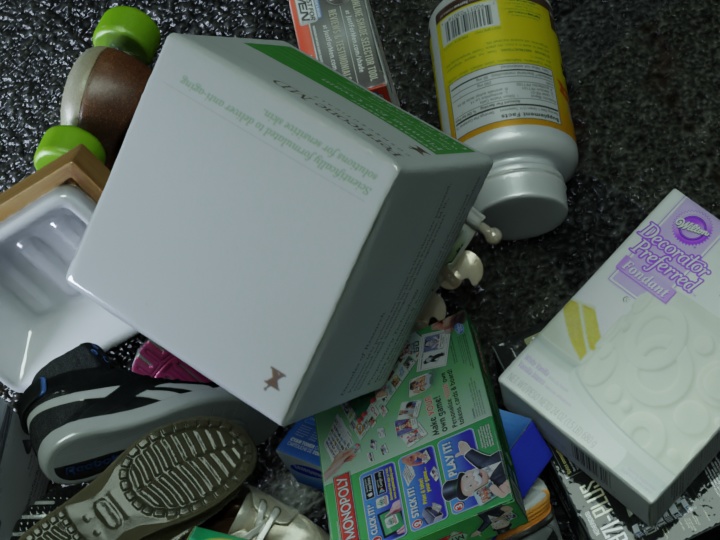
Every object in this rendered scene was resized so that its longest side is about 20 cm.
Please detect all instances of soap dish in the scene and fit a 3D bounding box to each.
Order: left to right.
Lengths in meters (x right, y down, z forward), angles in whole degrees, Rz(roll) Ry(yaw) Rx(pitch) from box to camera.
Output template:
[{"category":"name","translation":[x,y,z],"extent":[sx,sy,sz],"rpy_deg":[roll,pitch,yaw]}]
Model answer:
[{"category":"soap dish","translation":[-0.246,-0.001,1.304],"extent":[0.200,0.157,0.081],"rpy_deg":[-28,34,25]}]

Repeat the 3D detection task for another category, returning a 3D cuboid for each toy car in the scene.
[{"category":"toy car","translation":[-0.147,-0.102,1.371],"extent":[0.199,0.158,0.165],"rpy_deg":[15,57,6]}]

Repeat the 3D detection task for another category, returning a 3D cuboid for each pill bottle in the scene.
[{"category":"pill bottle","translation":[0.119,-0.130,1.351],"extent":[0.109,0.109,0.201],"rpy_deg":[-9,64,6]}]

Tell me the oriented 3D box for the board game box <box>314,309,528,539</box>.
[{"category":"board game box","translation":[0.036,0.125,1.173],"extent":[0.134,0.029,0.200],"rpy_deg":[-24,37,11]}]

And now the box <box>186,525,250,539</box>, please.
[{"category":"box","translation":[-0.059,0.257,1.194],"extent":[0.199,0.118,0.048],"rpy_deg":[11,39,13]}]

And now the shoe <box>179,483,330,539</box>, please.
[{"category":"shoe","translation":[-0.109,0.195,1.255],"extent":[0.199,0.053,0.070],"rpy_deg":[15,63,25]}]

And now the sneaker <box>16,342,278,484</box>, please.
[{"category":"sneaker","translation":[-0.168,0.095,1.278],"extent":[0.199,0.073,0.112],"rpy_deg":[-6,41,-29]}]

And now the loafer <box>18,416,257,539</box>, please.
[{"category":"loafer","translation":[-0.168,0.177,1.217],"extent":[0.199,0.067,0.076],"rpy_deg":[-29,74,-17]}]

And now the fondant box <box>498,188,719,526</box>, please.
[{"category":"fondant box","translation":[0.217,0.060,1.175],"extent":[0.144,0.058,0.200],"rpy_deg":[39,76,24]}]

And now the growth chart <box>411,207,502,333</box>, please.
[{"category":"growth chart","translation":[0.000,0.000,1.267],"extent":[0.200,0.018,0.145],"rpy_deg":[-44,94,1]}]

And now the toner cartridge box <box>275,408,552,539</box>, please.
[{"category":"toner cartridge box","translation":[0.037,0.136,1.223],"extent":[0.200,0.043,0.095],"rpy_deg":[13,54,45]}]

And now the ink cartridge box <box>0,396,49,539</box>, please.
[{"category":"ink cartridge box","translation":[-0.315,0.168,1.235],"extent":[0.084,0.200,0.147],"rpy_deg":[8,67,12]}]

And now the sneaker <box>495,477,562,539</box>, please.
[{"category":"sneaker","translation":[0.060,0.224,1.214],"extent":[0.199,0.077,0.078],"rpy_deg":[-23,22,16]}]

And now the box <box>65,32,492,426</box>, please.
[{"category":"box","translation":[-0.055,-0.035,1.139],"extent":[0.199,0.171,0.201],"rpy_deg":[32,109,20]}]

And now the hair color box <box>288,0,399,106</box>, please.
[{"category":"hair color box","translation":[-0.001,-0.136,1.324],"extent":[0.064,0.200,0.111],"rpy_deg":[-14,63,3]}]

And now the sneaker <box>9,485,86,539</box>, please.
[{"category":"sneaker","translation":[-0.236,0.256,1.257],"extent":[0.073,0.080,0.201],"rpy_deg":[2,48,12]}]

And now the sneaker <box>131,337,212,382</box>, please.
[{"category":"sneaker","translation":[-0.101,0.034,1.335],"extent":[0.200,0.081,0.088],"rpy_deg":[-37,19,7]}]

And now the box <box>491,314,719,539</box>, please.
[{"category":"box","translation":[0.215,0.120,1.227],"extent":[0.163,0.086,0.200],"rpy_deg":[-25,63,-3]}]
